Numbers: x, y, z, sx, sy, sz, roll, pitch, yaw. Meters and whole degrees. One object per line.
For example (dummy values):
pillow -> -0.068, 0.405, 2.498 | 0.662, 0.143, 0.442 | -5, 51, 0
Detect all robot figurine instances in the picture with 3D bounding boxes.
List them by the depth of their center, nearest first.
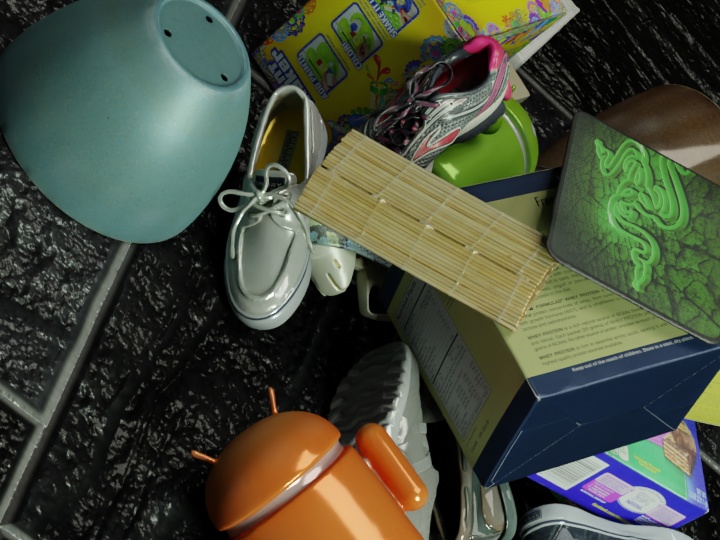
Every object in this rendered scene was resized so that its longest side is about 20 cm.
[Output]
robot figurine -> -0.031, 0.184, 1.329 | 0.200, 0.144, 0.117 | 52, 18, -2
robot figurine -> 0.080, -0.093, 1.663 | 0.116, 0.176, 0.200 | 28, 45, 26

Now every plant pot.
plant pot -> -0.163, -0.140, 1.436 | 0.200, 0.135, 0.200 | 29, 43, -30
plant pot -> 0.249, -0.076, 1.840 | 0.200, 0.187, 0.187 | -16, 73, -36

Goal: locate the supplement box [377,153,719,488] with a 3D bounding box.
supplement box -> 0.155, 0.037, 1.498 | 0.200, 0.134, 0.200 | -13, 59, -28

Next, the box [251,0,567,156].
box -> 0.046, -0.216, 1.687 | 0.122, 0.193, 0.200 | 57, 35, 6

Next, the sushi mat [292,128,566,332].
sushi mat -> 0.053, -0.033, 1.424 | 0.200, 0.012, 0.096 | 30, 58, 12

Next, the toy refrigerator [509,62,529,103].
toy refrigerator -> 0.077, -0.233, 1.839 | 0.070, 0.076, 0.200 | -21, 76, -54

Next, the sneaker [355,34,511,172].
sneaker -> 0.042, -0.123, 1.540 | 0.081, 0.075, 0.200 | 41, 74, 19

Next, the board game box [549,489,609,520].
board game box -> 0.187, 0.140, 1.689 | 0.200, 0.029, 0.135 | 53, 34, 0

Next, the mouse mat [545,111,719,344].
mouse mat -> 0.229, -0.038, 1.487 | 0.161, 0.008, 0.200 | 28, 40, -8

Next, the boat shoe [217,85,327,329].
boat shoe -> -0.069, -0.058, 1.470 | 0.086, 0.075, 0.202 | 69, 31, -63

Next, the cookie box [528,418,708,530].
cookie box -> 0.220, 0.116, 1.655 | 0.171, 0.075, 0.200 | 30, 40, -32

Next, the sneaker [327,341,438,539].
sneaker -> 0.023, 0.151, 1.472 | 0.082, 0.075, 0.200 | 38, 44, -40

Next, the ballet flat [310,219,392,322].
ballet flat -> 0.000, 0.000, 1.567 | 0.200, 0.074, 0.074 | 25, 44, -29

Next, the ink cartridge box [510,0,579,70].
ink cartridge box -> 0.144, -0.303, 2.004 | 0.161, 0.050, 0.200 | 51, 31, -3

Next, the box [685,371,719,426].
box -> 0.321, 0.037, 1.615 | 0.050, 0.200, 0.075 | 13, 36, 5

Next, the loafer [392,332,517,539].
loafer -> 0.067, 0.135, 1.525 | 0.063, 0.072, 0.200 | -5, 67, -44

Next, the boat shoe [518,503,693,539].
boat shoe -> 0.220, 0.268, 1.591 | 0.200, 0.071, 0.091 | 17, 50, -31
